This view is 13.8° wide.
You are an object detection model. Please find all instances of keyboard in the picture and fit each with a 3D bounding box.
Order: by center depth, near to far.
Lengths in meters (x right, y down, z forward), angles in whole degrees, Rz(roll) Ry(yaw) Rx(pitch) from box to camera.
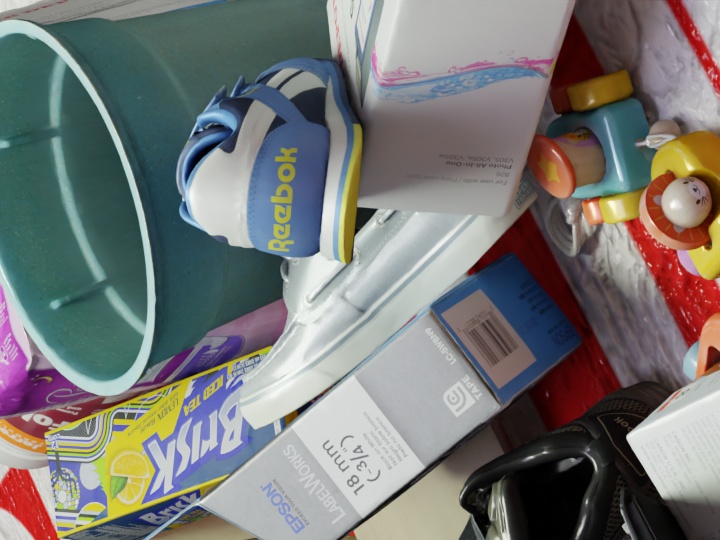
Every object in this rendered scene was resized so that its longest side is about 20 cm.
[{"bbox_3d":[0.163,0.164,1.340,0.127,0.021,0.200,63,-168,18],"label":"keyboard"}]

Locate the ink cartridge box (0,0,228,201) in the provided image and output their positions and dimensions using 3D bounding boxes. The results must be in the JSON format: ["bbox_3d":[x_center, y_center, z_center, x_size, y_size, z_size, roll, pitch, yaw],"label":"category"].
[{"bbox_3d":[-0.159,-0.107,1.743,0.200,0.145,0.084,14,119,58],"label":"ink cartridge box"}]

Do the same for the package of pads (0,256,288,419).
[{"bbox_3d":[-0.125,0.023,1.702,0.121,0.199,0.076,-48,57,59],"label":"package of pads"}]

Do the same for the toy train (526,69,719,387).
[{"bbox_3d":[0.132,-0.003,1.385,0.200,0.055,0.151,45,141,39],"label":"toy train"}]

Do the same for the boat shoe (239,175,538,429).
[{"bbox_3d":[0.000,0.000,1.498,0.201,0.070,0.072,-42,89,25],"label":"boat shoe"}]

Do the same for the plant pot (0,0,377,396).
[{"bbox_3d":[-0.078,-0.059,1.574,0.200,0.196,0.201,36,135,45],"label":"plant pot"}]

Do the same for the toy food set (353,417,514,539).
[{"bbox_3d":[0.073,0.147,1.591,0.143,0.060,0.201,-37,74,48],"label":"toy food set"}]

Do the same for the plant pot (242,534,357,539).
[{"bbox_3d":[-0.034,0.253,1.662,0.186,0.186,0.201,2,97,60],"label":"plant pot"}]

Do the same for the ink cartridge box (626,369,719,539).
[{"bbox_3d":[0.229,0.098,1.272,0.200,0.050,0.163,-29,93,43],"label":"ink cartridge box"}]

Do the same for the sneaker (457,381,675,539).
[{"bbox_3d":[0.076,0.135,1.458,0.076,0.114,0.199,56,133,15],"label":"sneaker"}]

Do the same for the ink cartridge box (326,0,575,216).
[{"bbox_3d":[0.044,-0.144,1.372,0.200,0.087,0.146,102,167,-47],"label":"ink cartridge box"}]

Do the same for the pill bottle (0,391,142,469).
[{"bbox_3d":[-0.194,0.053,1.931,0.114,0.114,0.200,65,151,12],"label":"pill bottle"}]

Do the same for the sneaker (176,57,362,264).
[{"bbox_3d":[-0.046,-0.057,1.388,0.200,0.082,0.074,-113,25,-75],"label":"sneaker"}]

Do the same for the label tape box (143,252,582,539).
[{"bbox_3d":[0.003,0.085,1.477,0.200,0.144,0.063,-40,86,23],"label":"label tape box"}]

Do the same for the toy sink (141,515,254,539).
[{"bbox_3d":[-0.059,0.235,1.802,0.200,0.112,0.131,24,127,54],"label":"toy sink"}]

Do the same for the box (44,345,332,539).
[{"bbox_3d":[-0.095,0.105,1.751,0.200,0.064,0.070,-21,70,38],"label":"box"}]
